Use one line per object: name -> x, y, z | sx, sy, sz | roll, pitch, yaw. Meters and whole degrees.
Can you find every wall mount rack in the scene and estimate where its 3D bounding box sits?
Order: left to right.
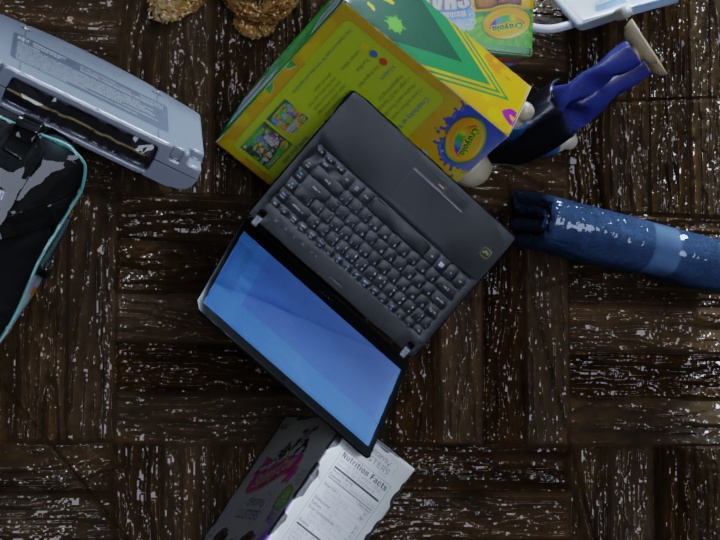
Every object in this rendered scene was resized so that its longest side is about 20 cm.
wall mount rack -> 0.230, -0.247, 1.731 | 0.198, 0.174, 0.075 | -18, 134, -18

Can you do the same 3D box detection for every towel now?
towel -> 0.229, -0.021, 1.731 | 0.198, 0.112, 0.049 | 14, 91, -16

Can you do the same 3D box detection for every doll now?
doll -> 0.161, -0.129, 1.717 | 0.199, 0.136, 0.049 | -33, 71, 11

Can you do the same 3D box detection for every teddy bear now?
teddy bear -> -0.132, -0.275, 1.665 | 0.145, 0.067, 0.201 | -38, 96, -14

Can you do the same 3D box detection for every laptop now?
laptop -> 0.000, 0.000, 1.541 | 0.177, 0.103, 0.200 | 41, 91, -12

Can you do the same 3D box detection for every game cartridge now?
game cartridge -> -0.216, -0.136, 1.593 | 0.199, 0.134, 0.041 | 26, 112, -15

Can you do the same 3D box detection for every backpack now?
backpack -> -0.318, -0.028, 1.538 | 0.174, 0.153, 0.202 | 24, 80, -14

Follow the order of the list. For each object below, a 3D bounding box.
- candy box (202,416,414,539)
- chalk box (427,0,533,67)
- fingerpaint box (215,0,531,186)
candy box -> -0.064, 0.213, 1.588 | 0.071, 0.168, 0.201 | 38, 75, -12
chalk box -> 0.068, -0.226, 1.693 | 0.123, 0.124, 0.202 | 3, 84, -17
fingerpaint box -> 0.009, -0.124, 1.625 | 0.166, 0.200, 0.074 | 37, 44, -10
